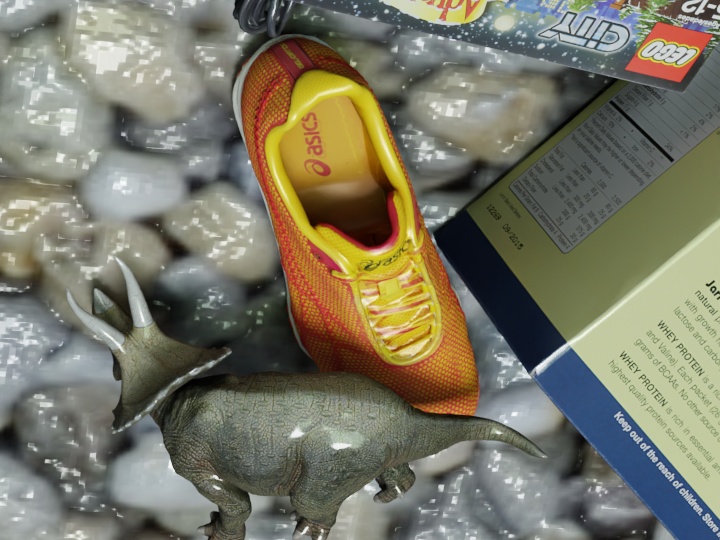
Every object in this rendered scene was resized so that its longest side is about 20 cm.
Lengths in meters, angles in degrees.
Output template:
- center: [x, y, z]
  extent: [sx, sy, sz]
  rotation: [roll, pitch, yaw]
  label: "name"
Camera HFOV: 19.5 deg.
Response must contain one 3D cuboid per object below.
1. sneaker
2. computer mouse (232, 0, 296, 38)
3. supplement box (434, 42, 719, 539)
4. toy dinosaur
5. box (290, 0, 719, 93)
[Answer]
- center: [0.000, 0.000, 0.863]
  extent: [0.073, 0.077, 0.200]
  rotation: [-29, 121, -4]
  label: "sneaker"
- center: [0.054, -0.126, 0.835]
  extent: [0.199, 0.044, 0.110]
  rotation: [11, 115, -23]
  label: "computer mouse"
- center: [0.180, 0.011, 0.889]
  extent: [0.200, 0.134, 0.200]
  rotation: [-40, 119, 5]
  label: "supplement box"
- center: [-0.026, 0.070, 0.858]
  extent: [0.199, 0.077, 0.102]
  rotation: [14, 153, 9]
  label: "toy dinosaur"
- center: [0.063, -0.143, 0.753]
  extent: [0.199, 0.038, 0.137]
  rotation: [10, 133, -23]
  label: "box"
